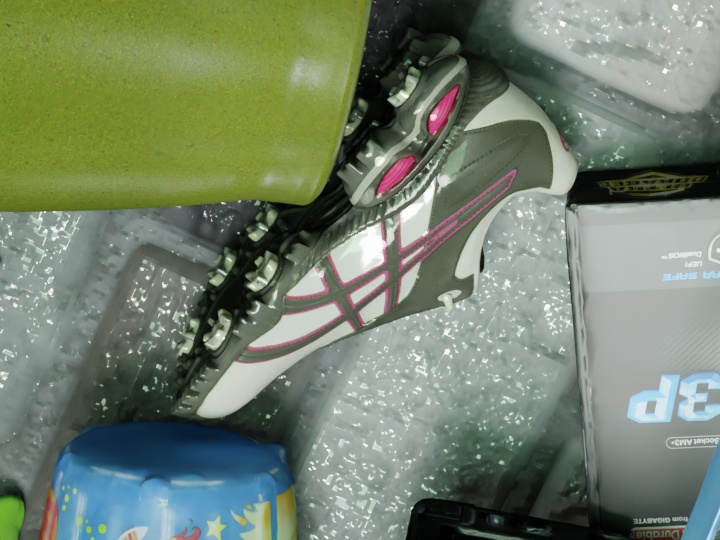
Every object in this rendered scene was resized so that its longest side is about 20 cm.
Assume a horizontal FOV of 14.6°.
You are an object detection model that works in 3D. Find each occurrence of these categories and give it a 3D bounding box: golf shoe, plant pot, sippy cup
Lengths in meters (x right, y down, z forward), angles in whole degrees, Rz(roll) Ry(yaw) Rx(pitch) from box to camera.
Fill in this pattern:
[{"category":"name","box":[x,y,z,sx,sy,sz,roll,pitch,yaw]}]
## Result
[{"category":"golf shoe","box":[0.000,0.000,1.129,0.088,0.077,0.200,34,115,-19]},{"category":"plant pot","box":[-0.098,-0.103,1.054,0.193,0.200,0.201,11,111,-8]},{"category":"sippy cup","box":[-0.080,0.134,1.160,0.178,0.140,0.131,4,102,-2]}]

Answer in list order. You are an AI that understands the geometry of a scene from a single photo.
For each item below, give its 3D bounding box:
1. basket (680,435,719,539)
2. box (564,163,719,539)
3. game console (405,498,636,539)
[{"category":"basket","box":[0.216,0.076,1.030,0.200,0.139,0.177,6,114,-26]},{"category":"box","box":[0.187,0.036,1.129,0.200,0.046,0.159,-2,110,8]},{"category":"game console","box":[0.107,0.170,1.110,0.200,0.119,0.172,11,143,1]}]
